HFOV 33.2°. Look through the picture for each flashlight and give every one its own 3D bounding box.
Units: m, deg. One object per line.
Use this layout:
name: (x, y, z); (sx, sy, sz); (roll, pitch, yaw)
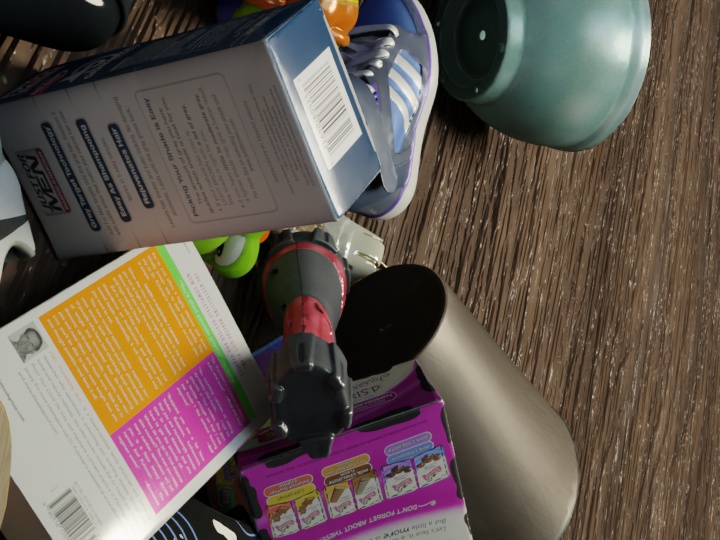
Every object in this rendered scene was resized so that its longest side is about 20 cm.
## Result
flashlight: (-0.035, 0.035, 0.778); (0.067, 0.068, 0.200); (31, 16, -14)

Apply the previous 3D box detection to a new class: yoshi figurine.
yoshi figurine: (-0.078, -0.087, 0.753); (0.113, 0.111, 0.202); (-109, -146, -66)

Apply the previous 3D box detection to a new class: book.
book: (-0.131, 0.070, 0.662); (0.134, 0.048, 0.200); (59, 32, -5)

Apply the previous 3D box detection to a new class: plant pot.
plant pot: (0.151, -0.214, 1.121); (0.133, 0.200, 0.203); (-1, 84, -31)

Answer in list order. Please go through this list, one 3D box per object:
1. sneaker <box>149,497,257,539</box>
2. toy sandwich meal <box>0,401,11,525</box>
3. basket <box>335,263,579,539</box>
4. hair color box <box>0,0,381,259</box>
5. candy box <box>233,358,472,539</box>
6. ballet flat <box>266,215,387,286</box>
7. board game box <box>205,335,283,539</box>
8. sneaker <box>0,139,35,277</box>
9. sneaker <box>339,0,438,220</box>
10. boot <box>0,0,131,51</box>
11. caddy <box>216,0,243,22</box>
sneaker: (-0.130, 0.164, 0.690); (0.199, 0.070, 0.079); (25, 44, -50)
toy sandwich meal: (-0.227, 0.108, 0.470); (0.205, 0.070, 0.207); (-45, 146, -42)
basket: (0.060, 0.103, 0.895); (0.200, 0.135, 0.181); (52, 24, -35)
hair color box: (-0.098, -0.071, 0.649); (0.061, 0.198, 0.101); (-51, 127, -49)
candy box: (0.002, 0.174, 0.801); (0.061, 0.135, 0.202); (-123, -162, -62)
ballet flat: (0.000, 0.000, 0.925); (0.200, 0.065, 0.071); (46, 45, -45)
board game box: (-0.035, 0.127, 0.867); (0.200, 0.039, 0.160); (-28, 108, -56)
sneaker: (-0.216, 0.010, 0.560); (0.200, 0.073, 0.089); (-50, 124, -49)
sneaker: (-0.007, -0.146, 0.926); (0.146, 0.080, 0.203); (23, 68, -58)
boot: (-0.208, -0.114, 0.590); (0.199, 0.076, 0.170); (33, 54, -44)
caddy: (-0.055, -0.254, 0.841); (0.141, 0.104, 0.202); (41, 51, -47)
